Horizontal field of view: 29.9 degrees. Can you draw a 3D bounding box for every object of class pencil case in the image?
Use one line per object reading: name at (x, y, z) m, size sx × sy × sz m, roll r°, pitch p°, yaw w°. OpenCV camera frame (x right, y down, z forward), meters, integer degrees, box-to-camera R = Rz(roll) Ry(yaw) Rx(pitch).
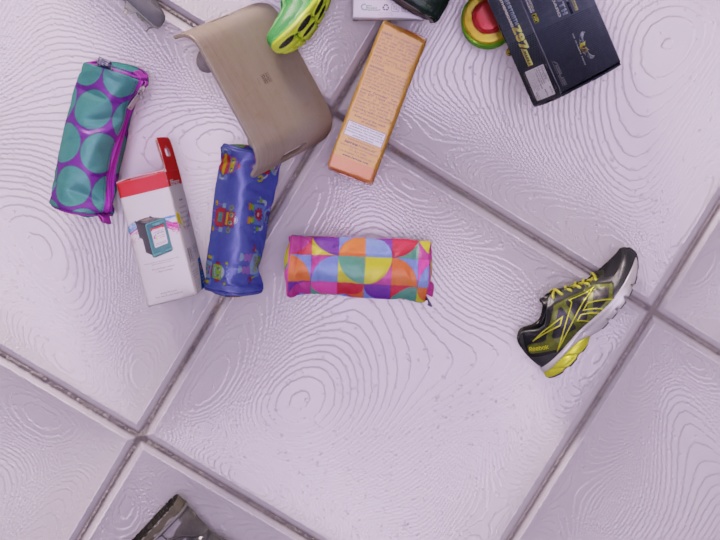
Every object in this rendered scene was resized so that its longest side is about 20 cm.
pencil case at (-0.151, -0.065, 1.730) m, size 0.078 × 0.087 × 0.202 m, roll 12°, pitch 96°, yaw 34°
pencil case at (0.000, 0.000, 1.737) m, size 0.198 × 0.088 × 0.089 m, roll 5°, pitch 96°, yaw -1°
pencil case at (-0.332, -0.167, 1.713) m, size 0.092 × 0.085 × 0.201 m, roll 18°, pitch 97°, yaw 24°

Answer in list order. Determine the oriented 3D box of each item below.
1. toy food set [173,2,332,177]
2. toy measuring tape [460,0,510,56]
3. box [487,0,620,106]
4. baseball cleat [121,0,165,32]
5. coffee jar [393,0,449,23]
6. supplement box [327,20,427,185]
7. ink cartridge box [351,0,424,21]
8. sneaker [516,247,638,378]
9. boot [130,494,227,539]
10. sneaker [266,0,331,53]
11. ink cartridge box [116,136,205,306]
toy food set at (-0.134, -0.231, 1.693) m, size 0.143 × 0.060 × 0.201 m, roll -32°, pitch 95°, yaw -42°
toy measuring tape at (0.136, -0.345, 1.715) m, size 0.074 × 0.074 × 0.200 m, roll -42°, pitch 85°, yaw 3°
box at (0.234, -0.321, 1.676) m, size 0.051 × 0.157 × 0.201 m, roll -18°, pitch 98°, yaw 43°
baseball cleat at (-0.297, -0.404, 1.698) m, size 0.106 × 0.070 × 0.200 m, roll -41°, pitch 96°, yaw 4°
coffee jar at (0.100, -0.414, 1.654) m, size 0.104 × 0.085 × 0.201 m, roll 31°, pitch 97°, yaw -2°
supplement box at (0.021, -0.213, 1.723) m, size 0.068 × 0.067 × 0.201 m, roll 19°, pitch 96°, yaw -3°
ink cartridge box at (0.037, -0.419, 1.711) m, size 0.094 × 0.037 × 0.202 m, roll 1°, pitch 103°, yaw 0°
sneaker at (0.282, 0.044, 1.748) m, size 0.084 × 0.074 × 0.200 m, roll 37°, pitch 94°, yaw -4°
boot at (-0.222, 0.420, 1.788) m, size 0.182 × 0.073 × 0.200 m, roll -45°, pitch 101°, yaw 5°
sneaker at (-0.076, -0.363, 1.700) m, size 0.083 × 0.074 × 0.201 m, roll 21°, pitch 76°, yaw 8°
ink cartridge box at (-0.255, -0.064, 1.709) m, size 0.067 × 0.116 × 0.201 m, roll -13°, pitch 95°, yaw 1°
